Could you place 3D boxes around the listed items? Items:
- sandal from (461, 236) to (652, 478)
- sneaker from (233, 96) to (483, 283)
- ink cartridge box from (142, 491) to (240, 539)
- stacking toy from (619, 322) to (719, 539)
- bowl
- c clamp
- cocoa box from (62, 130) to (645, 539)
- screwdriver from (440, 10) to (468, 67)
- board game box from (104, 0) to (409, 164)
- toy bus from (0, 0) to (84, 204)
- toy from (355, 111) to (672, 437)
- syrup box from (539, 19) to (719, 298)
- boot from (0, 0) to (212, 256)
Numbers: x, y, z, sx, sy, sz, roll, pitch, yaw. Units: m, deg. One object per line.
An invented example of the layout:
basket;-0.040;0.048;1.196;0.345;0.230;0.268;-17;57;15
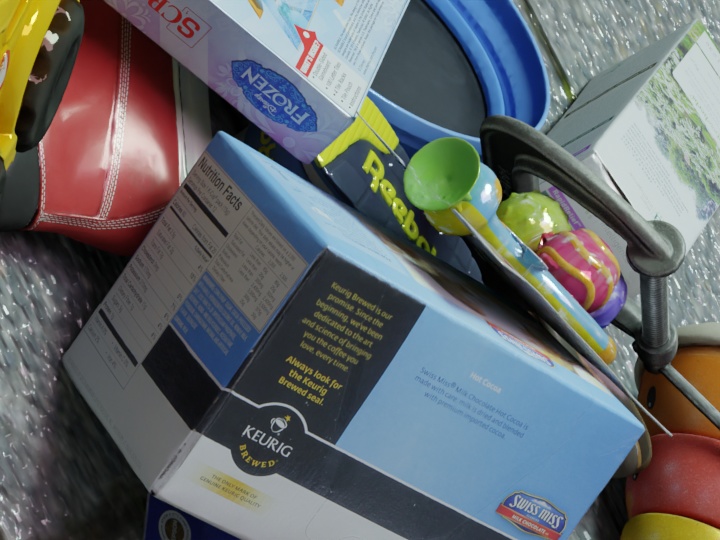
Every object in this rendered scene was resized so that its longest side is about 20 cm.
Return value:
sandal;0.074;0.030;1.460;0.055;0.082;0.200;-35;100;-11
sneaker;0.000;0.000;1.386;0.200;0.082;0.074;61;35;-26
ink cartridge box;-0.017;0.172;1.303;0.200;0.037;0.095;27;53;-34
stacking toy;0.180;0.141;1.483;0.146;0.146;0.200;41;60;-25
bowl;0.006;-0.128;1.442;0.200;0.039;0.201;30;33;-22
c clamp;0.126;-0.001;1.388;0.171;0.027;0.200;39;-11;24
cocoa box;-0.003;0.054;1.265;0.200;0.131;0.133;30;10;-34
screwdriver;0.062;-0.173;1.585;0.028;0.029;0.200;38;42;-27
board game box;-0.063;-0.175;1.322;0.199;0.041;0.200;40;39;-13
toy bus;-0.180;-0.108;1.125;0.135;0.192;0.200;22;51;-3
toy;0.083;-0.007;1.300;0.115;0.047;0.200;47;5;37
syrup box;0.145;-0.054;1.547;0.079;0.081;0.200;55;34;-9
boot;-0.143;-0.107;1.292;0.144;0.072;0.200;9;64;-40
